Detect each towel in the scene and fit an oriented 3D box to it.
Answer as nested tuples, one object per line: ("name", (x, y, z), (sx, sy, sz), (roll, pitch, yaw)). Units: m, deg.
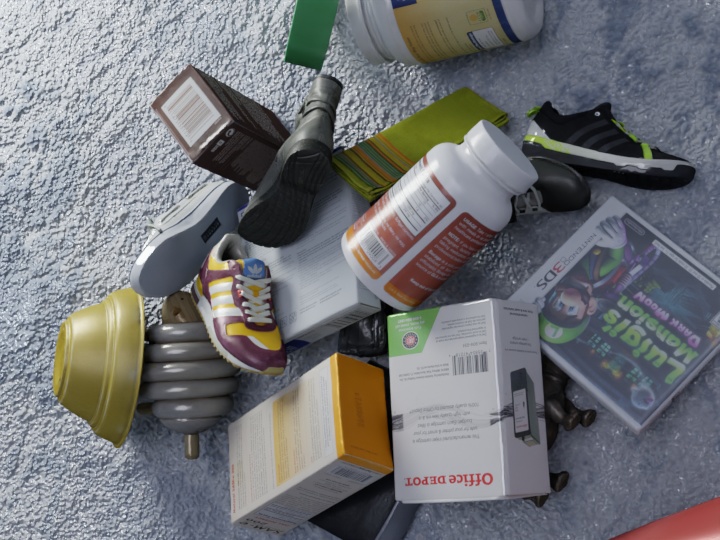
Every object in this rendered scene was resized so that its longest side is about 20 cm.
("towel", (0.065, -0.148, 1.449), (0.200, 0.018, 0.086), (-30, 50, -20))

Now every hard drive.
("hard drive", (0.014, 0.214, 1.455), (0.135, 0.042, 0.200), (24, 90, 26))

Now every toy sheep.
("toy sheep", (-0.206, 0.123, 1.528), (0.138, 0.138, 0.200), (-7, 90, 23))

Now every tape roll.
("tape roll", (-0.045, -0.337, 1.504), (0.048, 0.200, 0.201), (12, 84, -5))

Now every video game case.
("video game case", (0.278, 0.043, 1.354), (0.182, 0.023, 0.200), (-44, 65, -7))

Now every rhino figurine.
("rhino figurine", (0.201, 0.146, 1.375), (0.087, 0.060, 0.200), (22, 86, 36))

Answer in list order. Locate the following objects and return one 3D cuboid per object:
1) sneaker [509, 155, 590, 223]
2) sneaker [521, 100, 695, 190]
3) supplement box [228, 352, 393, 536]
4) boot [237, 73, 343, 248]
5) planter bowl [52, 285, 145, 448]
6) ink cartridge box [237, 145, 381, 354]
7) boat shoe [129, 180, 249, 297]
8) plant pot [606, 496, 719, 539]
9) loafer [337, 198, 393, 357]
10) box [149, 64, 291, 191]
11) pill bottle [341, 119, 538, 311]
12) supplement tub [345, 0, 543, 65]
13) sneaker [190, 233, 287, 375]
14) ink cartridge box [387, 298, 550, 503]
("sneaker", (0.152, -0.080, 1.418), (0.200, 0.074, 0.089), (9, 47, 32))
("sneaker", (0.267, -0.143, 1.395), (0.200, 0.072, 0.083), (14, 85, 26))
("supplement box", (-0.058, 0.194, 1.416), (0.200, 0.074, 0.126), (-35, 46, 37))
("boot", (-0.071, -0.122, 1.464), (0.200, 0.068, 0.131), (-50, 22, 47))
("planter bowl", (-0.319, 0.109, 1.538), (0.200, 0.083, 0.201), (-173, 90, -70))
("ink cartridge box", (-0.063, -0.015, 1.492), (0.200, 0.041, 0.200), (-27, 59, 40))
("boat shoe", (-0.226, -0.044, 1.559), (0.086, 0.075, 0.202), (9, 47, 37))
("plant pot", (0.323, 0.316, 1.228), (0.177, 0.200, 0.201), (-18, 73, 31))
("loafer", (0.000, 0.000, 1.488), (0.070, 0.068, 0.201), (-2, 82, 14))
("box", (-0.148, -0.159, 1.513), (0.075, 0.200, 0.100), (-44, 65, 13))
("pill bottle", (0.084, -0.059, 1.346), (0.200, 0.112, 0.112), (-43, 66, 18))
("supplement tub", (0.096, -0.314, 1.465), (0.200, 0.144, 0.145), (-10, 76, 22))
("sneaker", (-0.132, 0.037, 1.463), (0.200, 0.075, 0.090), (49, 120, 44))
("ink cartridge box", (0.110, 0.139, 1.342), (0.145, 0.084, 0.200), (-11, 77, 40))
